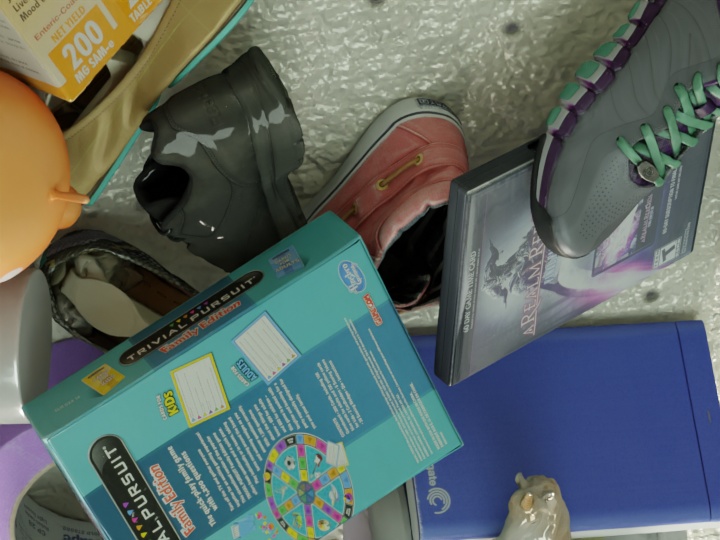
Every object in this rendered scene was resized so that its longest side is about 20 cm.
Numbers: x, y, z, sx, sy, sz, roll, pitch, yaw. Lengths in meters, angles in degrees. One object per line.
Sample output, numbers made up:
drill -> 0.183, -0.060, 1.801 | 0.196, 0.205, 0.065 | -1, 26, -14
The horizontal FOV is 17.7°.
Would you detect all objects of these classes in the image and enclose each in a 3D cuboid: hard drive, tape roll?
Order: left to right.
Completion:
tape roll -> -0.150, 0.133, 1.436 | 0.199, 0.066, 0.201 | -7, 131, -8
hard drive -> 0.124, 0.099, 1.424 | 0.199, 0.132, 0.025 | -3, 156, -10

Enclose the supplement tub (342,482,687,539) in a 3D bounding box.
supplement tub -> 0.096, 0.182, 1.478 | 0.199, 0.145, 0.145 | -3, 131, -9

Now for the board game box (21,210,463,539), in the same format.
board game box -> -0.061, 0.085, 1.264 | 0.200, 0.047, 0.151 | -32, 120, -10

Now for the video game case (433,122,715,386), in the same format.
video game case -> 0.125, -0.030, 1.322 | 0.200, 0.019, 0.143 | -28, 139, -31

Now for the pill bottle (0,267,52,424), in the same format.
pill bottle -> -0.275, 0.038, 1.266 | 0.199, 0.113, 0.113 | 2, 132, 5

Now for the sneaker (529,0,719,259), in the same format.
sneaker -> 0.166, -0.092, 1.235 | 0.074, 0.087, 0.201 | 36, 80, -40

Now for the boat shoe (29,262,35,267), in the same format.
boat shoe -> -0.256, 0.064, 1.357 | 0.069, 0.057, 0.200 | 30, 119, -32

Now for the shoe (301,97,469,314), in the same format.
shoe -> 0.000, 0.000, 1.335 | 0.071, 0.091, 0.200 | 20, 124, -27

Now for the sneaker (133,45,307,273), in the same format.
sneaker -> -0.078, -0.040, 1.273 | 0.090, 0.076, 0.200 | -22, 144, -11

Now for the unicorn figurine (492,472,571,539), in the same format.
unicorn figurine -> 0.107, 0.198, 1.375 | 0.200, 0.074, 0.138 | 30, 103, -37

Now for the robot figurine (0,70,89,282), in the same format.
robot figurine -> -0.226, -0.052, 1.170 | 0.117, 0.200, 0.144 | -46, 125, -25

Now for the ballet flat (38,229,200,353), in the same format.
ballet flat -> -0.099, 0.043, 1.307 | 0.200, 0.072, 0.072 | 30, 125, 5

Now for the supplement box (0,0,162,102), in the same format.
supplement box -> -0.167, -0.197, 1.104 | 0.126, 0.073, 0.200 | -50, 132, -16

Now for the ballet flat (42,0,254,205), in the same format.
ballet flat -> -0.121, -0.114, 1.231 | 0.063, 0.069, 0.200 | 33, 117, -16
